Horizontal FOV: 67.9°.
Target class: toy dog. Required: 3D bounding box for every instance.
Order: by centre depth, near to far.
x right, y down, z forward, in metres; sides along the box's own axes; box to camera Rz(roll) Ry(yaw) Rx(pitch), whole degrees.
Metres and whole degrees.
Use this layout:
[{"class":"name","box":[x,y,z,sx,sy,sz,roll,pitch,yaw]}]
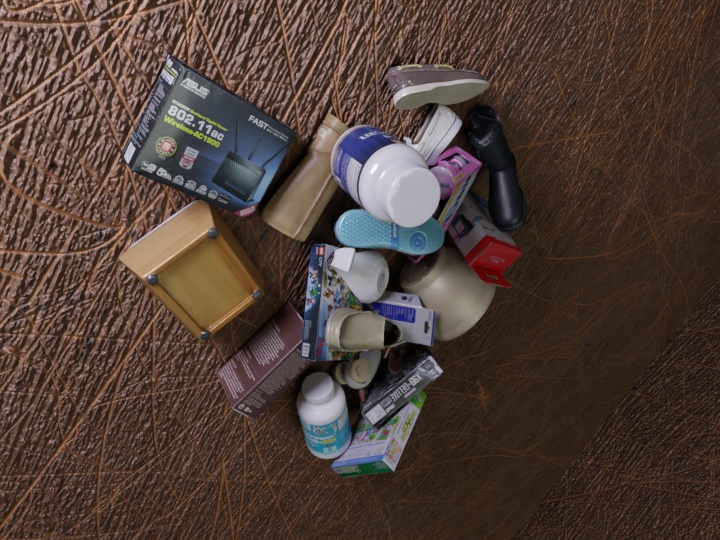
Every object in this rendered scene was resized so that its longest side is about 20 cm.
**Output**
[{"class":"toy dog","box":[0.038,0.220,1.204,0.197,0.132,0.098,-25,92,-12]}]

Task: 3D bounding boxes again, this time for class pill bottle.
[{"class":"pill bottle","box":[0.036,-0.138,0.788,0.109,0.200,0.113,-10,120,-19]},{"class":"pill bottle","box":[-0.082,0.318,1.188,0.109,0.111,0.203,-25,133,-20]}]

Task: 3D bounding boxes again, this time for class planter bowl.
[{"class":"planter bowl","box":[0.166,0.024,1.121,0.134,0.200,0.201,39,95,-23]}]

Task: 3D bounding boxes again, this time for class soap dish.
[{"class":"soap dish","box":[-0.252,0.007,0.846,0.156,0.081,0.202,-37,135,-9]}]

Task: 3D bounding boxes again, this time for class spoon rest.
[{"class":"spoon rest","box":[0.000,0.000,0.978,0.200,0.059,0.102,34,72,-63]}]

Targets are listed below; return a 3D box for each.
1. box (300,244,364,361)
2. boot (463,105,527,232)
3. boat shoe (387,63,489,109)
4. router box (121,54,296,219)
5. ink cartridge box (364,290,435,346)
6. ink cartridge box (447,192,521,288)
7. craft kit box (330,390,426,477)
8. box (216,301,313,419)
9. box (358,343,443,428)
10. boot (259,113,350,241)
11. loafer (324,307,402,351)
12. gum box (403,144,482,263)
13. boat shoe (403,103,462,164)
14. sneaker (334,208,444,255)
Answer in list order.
[{"class":"box","box":[-0.045,0.062,0.991,0.135,0.037,0.205,11,84,-54]},{"class":"boot","box":[0.258,-0.196,1.033,0.075,0.204,0.168,-13,148,28]},{"class":"boat shoe","box":[0.134,-0.321,0.911,0.196,0.061,0.072,-16,170,-26]},{"class":"router box","box":[-0.207,-0.179,0.755,0.198,0.062,0.152,20,106,-45]},{"class":"ink cartridge box","box":[0.057,0.091,1.087,0.039,0.195,0.101,-64,160,-50]},{"class":"ink cartridge box","box":[0.246,-0.067,1.084,0.115,0.202,0.067,11,132,-42]},{"class":"craft kit box","box":[0.041,0.366,1.218,0.048,0.199,0.199,42,51,-15]},{"class":"box","box":[-0.169,0.170,1.019,0.200,0.100,0.075,-44,137,0]},{"class":"box","box":[0.085,0.251,1.225,0.199,0.158,0.050,-40,98,2]},{"class":"boot","box":[-0.052,-0.138,0.910,0.173,0.066,0.202,29,101,-34]},{"class":"loafer","box":[0.011,0.108,0.981,0.198,0.067,0.078,2,90,-54]},{"class":"gum box","box":[0.142,-0.127,0.998,0.113,0.066,0.202,-40,160,-45]},{"class":"boat shoe","box":[0.098,-0.213,0.974,0.069,0.071,0.201,34,102,-19]},{"class":"sneaker","box":[0.044,-0.074,0.965,0.195,0.130,0.082,7,93,-14]}]
